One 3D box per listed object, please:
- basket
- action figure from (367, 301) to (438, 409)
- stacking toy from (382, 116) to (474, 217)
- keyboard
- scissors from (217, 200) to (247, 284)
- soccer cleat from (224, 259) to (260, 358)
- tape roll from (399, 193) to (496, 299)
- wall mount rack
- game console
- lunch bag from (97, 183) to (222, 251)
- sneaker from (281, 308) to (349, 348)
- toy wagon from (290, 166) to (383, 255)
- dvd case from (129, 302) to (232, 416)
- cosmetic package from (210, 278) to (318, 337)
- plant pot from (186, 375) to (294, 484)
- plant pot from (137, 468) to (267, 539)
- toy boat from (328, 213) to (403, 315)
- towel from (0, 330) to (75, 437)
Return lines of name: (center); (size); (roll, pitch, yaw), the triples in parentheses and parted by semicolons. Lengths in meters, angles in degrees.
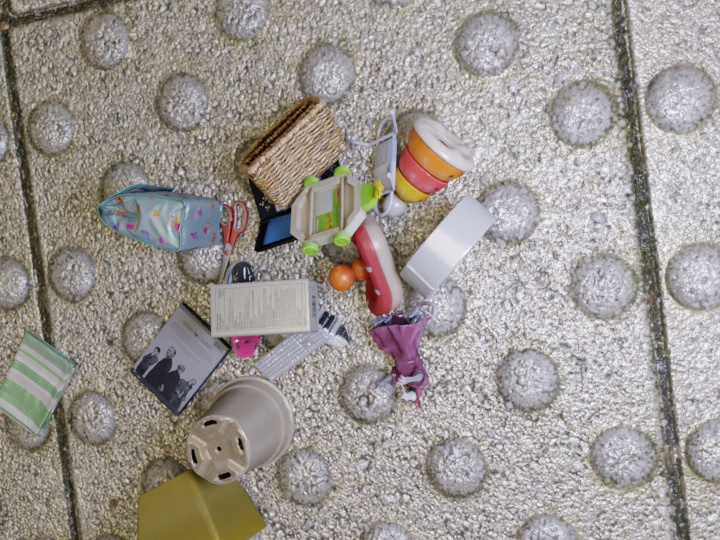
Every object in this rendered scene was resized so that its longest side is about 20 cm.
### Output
basket: (-0.147, -0.250, 1.156); (0.200, 0.149, 0.143); (-43, 59, -2)
action figure: (0.094, 0.180, 1.203); (0.148, 0.133, 0.203); (-27, 104, -31)
stacking toy: (0.112, -0.182, 1.168); (0.146, 0.146, 0.201); (43, 118, 6)
keyboard: (-0.144, 0.168, 1.233); (0.199, 0.011, 0.056); (-39, 96, 32)
scissors: (-0.279, -0.049, 1.284); (0.072, 0.014, 0.203); (2, 92, 9)
soccer cleat: (-0.250, 0.080, 1.258); (0.069, 0.086, 0.203); (0, 87, -32)
tape roll: (0.161, -0.043, 1.108); (0.071, 0.202, 0.203); (42, 99, 5)
wall mount rack: (0.037, -0.211, 1.135); (0.074, 0.173, 0.203); (7, 80, -30)
game console: (-0.132, -0.149, 1.200); (0.197, 0.116, 0.178); (-17, 90, 10)
lunch bag: (-0.408, -0.111, 1.225); (0.197, 0.170, 0.124); (11, 98, 14)
sneaker: (-0.116, 0.116, 1.241); (0.198, 0.075, 0.082); (25, 111, 10)
toy wagon: (-0.042, -0.115, 1.098); (0.198, 0.040, 0.157); (-14, 60, 25)
dvd case: (-0.397, 0.196, 1.315); (0.150, 0.025, 0.201); (41, 99, 6)
cosmetic package: (-0.185, 0.074, 1.157); (0.197, 0.073, 0.105); (-3, 84, 11)
plant pot: (-0.254, 0.335, 1.215); (0.197, 0.183, 0.204); (1, 93, 10)
plant pot: (-0.348, 0.515, 1.245); (0.198, 0.200, 0.178); (-29, 77, 11)
toy boat: (0.000, 0.000, 1.151); (0.129, 0.131, 0.202); (-23, 118, -1)
towel: (-0.759, 0.265, 1.386); (0.151, 0.023, 0.202); (30, 98, 8)
